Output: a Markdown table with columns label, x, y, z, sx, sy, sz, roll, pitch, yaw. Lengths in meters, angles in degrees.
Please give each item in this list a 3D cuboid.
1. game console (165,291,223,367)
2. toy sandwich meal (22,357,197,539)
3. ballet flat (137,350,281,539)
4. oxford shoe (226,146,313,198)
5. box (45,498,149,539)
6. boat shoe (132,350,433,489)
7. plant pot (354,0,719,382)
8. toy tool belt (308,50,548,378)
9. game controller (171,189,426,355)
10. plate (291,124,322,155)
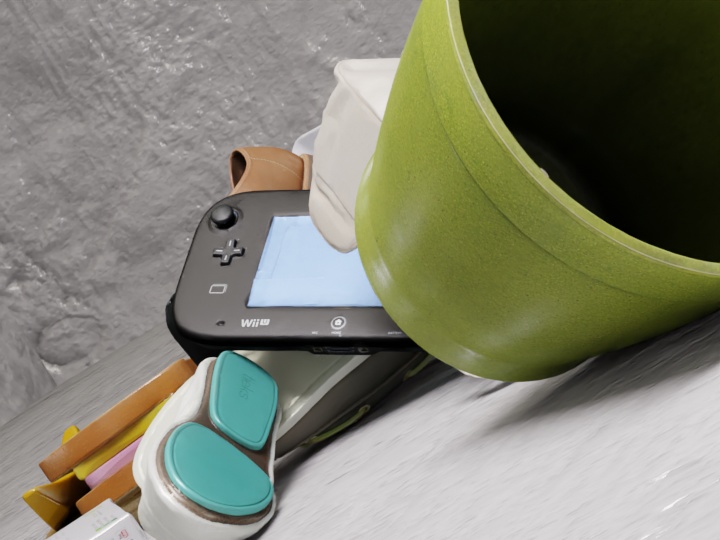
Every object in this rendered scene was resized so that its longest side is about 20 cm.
| label | x | y | z | sx | sy | sz | roll | pitch | yaw |
| --- | --- | --- | --- | --- | --- | --- | --- | --- | --- |
| game console | 0.006 | 0.004 | 1.568 | 0.199 | 0.176 | 0.117 | -33 | 32 | 9 |
| toy sandwich meal | -0.132 | 0.102 | 1.682 | 0.205 | 0.070 | 0.205 | -35 | 6 | 4 |
| ballet flat | -0.078 | 0.103 | 1.344 | 0.069 | 0.070 | 0.200 | -32 | 13 | 13 |
| oxford shoe | -0.063 | -0.008 | 1.709 | 0.200 | 0.071 | 0.072 | -93 | 23 | -53 |
| box | -0.202 | 0.192 | 1.444 | 0.199 | 0.036 | 0.144 | -32 | 3 | -8 |
| boat shoe | -0.032 | 0.065 | 1.472 | 0.201 | 0.060 | 0.072 | -38 | 47 | -3 |
| plant pot | 0.089 | -0.050 | 1.098 | 0.200 | 0.201 | 0.193 | -35 | -7 | -33 |
| toy tool belt | 0.071 | -0.034 | 1.326 | 0.122 | 0.200 | 0.125 | -3 | -59 | -34 |
| game controller | 0.000 | 0.000 | 1.425 | 0.199 | 0.042 | 0.105 | -1 | 41 | 20 |
| plate | -0.032 | 0.000 | 1.800 | 0.200 | 0.032 | 0.201 | 162 | 122 | -75 |
